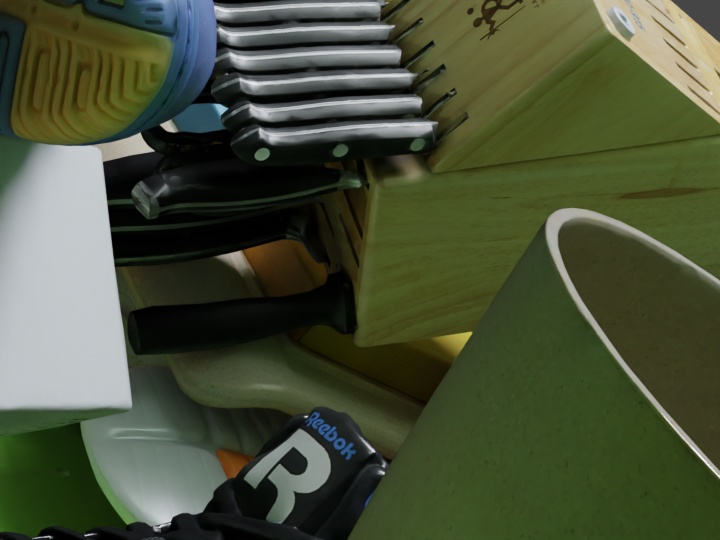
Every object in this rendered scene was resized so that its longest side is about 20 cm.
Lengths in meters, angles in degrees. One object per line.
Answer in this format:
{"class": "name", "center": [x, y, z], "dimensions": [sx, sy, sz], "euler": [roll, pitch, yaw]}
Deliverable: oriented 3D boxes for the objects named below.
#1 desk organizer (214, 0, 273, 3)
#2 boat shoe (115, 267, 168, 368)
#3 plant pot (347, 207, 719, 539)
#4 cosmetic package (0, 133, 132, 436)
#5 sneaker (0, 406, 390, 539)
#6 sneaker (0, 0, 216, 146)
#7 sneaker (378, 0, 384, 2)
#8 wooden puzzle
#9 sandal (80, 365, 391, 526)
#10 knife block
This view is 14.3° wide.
{"class": "desk organizer", "center": [-0.078, -0.147, 0.970], "dimensions": [0.200, 0.072, 0.077], "euler": [49, 22, -29]}
{"class": "boat shoe", "center": [-0.064, 0.018, 0.929], "dimensions": [0.200, 0.069, 0.071], "euler": [41, 14, -2]}
{"class": "plant pot", "center": [0.048, 0.121, 0.650], "dimensions": [0.187, 0.200, 0.187], "euler": [38, 15, -12]}
{"class": "cosmetic package", "center": [-0.144, 0.007, 0.657], "dimensions": [0.200, 0.101, 0.071], "euler": [4, 76, -66]}
{"class": "sneaker", "center": [-0.050, 0.072, 0.698], "dimensions": [0.200, 0.112, 0.073], "euler": [32, 0, -42]}
{"class": "sneaker", "center": [-0.079, -0.077, 0.724], "dimensions": [0.088, 0.075, 0.200], "euler": [12, 10, -38]}
{"class": "sneaker", "center": [0.009, -0.033, 1.089], "dimensions": [0.200, 0.077, 0.085], "euler": [64, -16, 5]}
{"class": "wooden puzzle", "center": [0.000, 0.000, 0.921], "dimensions": [0.200, 0.037, 0.185], "euler": [21, 28, -40]}
{"class": "sandal", "center": [-0.011, 0.093, 0.866], "dimensions": [0.206, 0.059, 0.079], "euler": [23, 39, -39]}
{"class": "knife block", "center": [0.021, -0.018, 0.830], "dimensions": [0.200, 0.175, 0.064], "euler": [33, 28, -44]}
